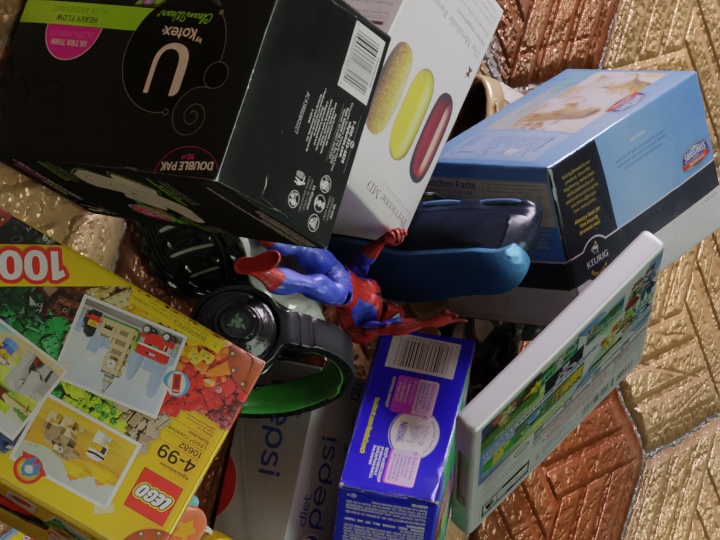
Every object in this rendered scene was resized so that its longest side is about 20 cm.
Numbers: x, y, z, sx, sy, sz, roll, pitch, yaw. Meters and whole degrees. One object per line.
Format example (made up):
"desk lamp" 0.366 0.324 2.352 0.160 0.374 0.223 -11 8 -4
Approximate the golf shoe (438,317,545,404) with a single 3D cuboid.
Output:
"golf shoe" 0.087 0.052 1.810 0.200 0.094 0.078 -50 146 -45

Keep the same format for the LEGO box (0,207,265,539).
"LEGO box" -0.183 0.075 1.378 0.200 0.077 0.149 30 65 -4

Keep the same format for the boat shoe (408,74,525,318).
"boat shoe" 0.071 -0.061 1.796 0.069 0.074 0.200 34 69 -37

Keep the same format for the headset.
"headset" -0.099 0.071 1.552 0.200 0.124 0.094 12 59 -25

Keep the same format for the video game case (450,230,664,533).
"video game case" 0.139 0.083 1.648 0.200 0.022 0.182 -43 159 -20

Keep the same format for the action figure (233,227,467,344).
"action figure" 0.000 0.000 1.579 0.200 0.099 0.065 36 42 -59

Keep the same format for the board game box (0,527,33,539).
"board game box" -0.165 0.241 1.424 0.103 0.200 0.105 -38 125 -43

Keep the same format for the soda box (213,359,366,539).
"soda box" -0.058 0.166 1.663 0.063 0.068 0.200 18 83 -55

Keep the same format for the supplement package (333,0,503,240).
"supplement package" 0.000 -0.136 1.643 0.114 0.109 0.200 45 62 -47

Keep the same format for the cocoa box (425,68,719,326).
"cocoa box" 0.161 -0.059 1.739 0.200 0.133 0.131 -33 117 -40

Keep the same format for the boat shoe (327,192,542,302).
"boat shoe" 0.054 -0.019 1.662 0.084 0.200 0.069 54 55 -39

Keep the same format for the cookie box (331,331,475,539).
"cookie box" 0.026 0.172 1.676 0.171 0.075 0.200 -73 172 -48

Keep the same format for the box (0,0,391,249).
"box" -0.109 -0.110 1.427 0.124 0.200 0.149 33 71 -52

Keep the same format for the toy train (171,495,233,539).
"toy train" -0.137 0.223 1.556 0.150 0.056 0.200 -36 124 -26

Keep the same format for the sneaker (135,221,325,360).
"sneaker" -0.089 -0.015 1.596 0.200 0.074 0.079 47 38 -44
